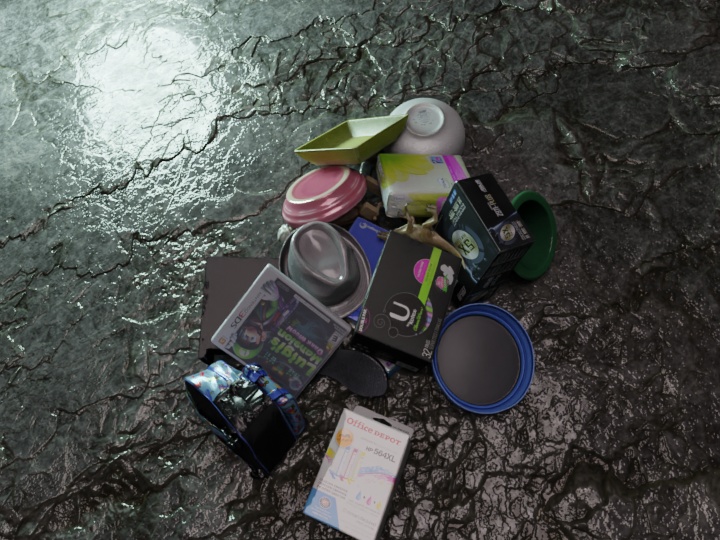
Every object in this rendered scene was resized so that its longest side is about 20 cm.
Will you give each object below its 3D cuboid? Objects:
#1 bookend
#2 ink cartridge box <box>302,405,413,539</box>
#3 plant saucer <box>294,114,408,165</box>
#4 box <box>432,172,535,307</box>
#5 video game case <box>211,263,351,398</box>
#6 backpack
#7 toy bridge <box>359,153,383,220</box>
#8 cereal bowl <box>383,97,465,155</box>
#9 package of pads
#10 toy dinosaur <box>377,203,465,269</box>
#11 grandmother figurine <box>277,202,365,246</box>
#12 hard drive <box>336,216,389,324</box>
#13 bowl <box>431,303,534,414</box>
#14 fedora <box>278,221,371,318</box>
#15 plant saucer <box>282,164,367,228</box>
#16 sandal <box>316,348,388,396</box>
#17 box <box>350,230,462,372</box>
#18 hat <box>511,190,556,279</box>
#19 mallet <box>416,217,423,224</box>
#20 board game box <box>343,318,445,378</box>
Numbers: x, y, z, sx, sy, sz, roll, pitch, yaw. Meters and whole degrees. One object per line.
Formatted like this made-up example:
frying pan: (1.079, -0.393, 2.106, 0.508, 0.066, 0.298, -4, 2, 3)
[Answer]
bookend: (-0.213, 0.082, 1.089, 0.195, 0.092, 0.204, 0, 73, -4)
ink cartridge box: (0.004, 0.341, 0.928, 0.126, 0.126, 0.203, 18, 68, 13)
plant saucer: (-0.016, -0.286, 1.209, 0.197, 0.049, 0.199, 8, 36, 42)
box: (0.221, -0.054, 1.046, 0.084, 0.201, 0.166, -15, 63, -22)
video game case: (-0.146, 0.118, 1.005, 0.199, 0.023, 0.183, 37, 101, -15)
backpack: (-0.215, 0.244, 0.973, 0.198, 0.185, 0.134, 31, 62, 30)
toy bridge: (0.035, -0.186, 1.206, 0.066, 0.027, 0.203, 25, 46, -25)
cereal bowl: (0.146, -0.322, 1.252, 0.195, 0.084, 0.205, -2, 65, 5)
package of pads: (0.138, -0.180, 1.151, 0.195, 0.069, 0.156, -1, 44, -8)
toy dinosaur: (0.130, -0.074, 1.060, 0.197, 0.104, 0.058, 18, 22, 28)
grandmother figurine: (-0.090, -0.103, 1.187, 0.196, 0.061, 0.122, -23, 44, -2)
hard drive: (0.000, 0.000, 1.098, 0.130, 0.025, 0.202, 26, 70, 16)
bowl: (0.227, 0.165, 1.018, 0.195, 0.039, 0.206, 1, 74, -4)
fedora: (-0.068, -0.014, 1.030, 0.174, 0.091, 0.203, -26, 73, -11)
plant saucer: (-0.084, -0.169, 1.165, 0.196, 0.051, 0.202, -18, 33, 12)
sandal: (-0.032, 0.183, 1.046, 0.196, 0.043, 0.078, 17, 91, 22)
box: (0.082, 0.060, 0.995, 0.146, 0.125, 0.204, 20, 71, 1)
hat: (0.299, -0.080, 1.151, 0.175, 0.164, 0.204, -2, 60, 55)
mallet: (0.111, -0.067, 1.162, 0.064, 0.041, 0.204, 14, 71, 10)
board game box: (0.051, 0.088, 1.090, 0.152, 0.041, 0.201, -36, 67, -11)
